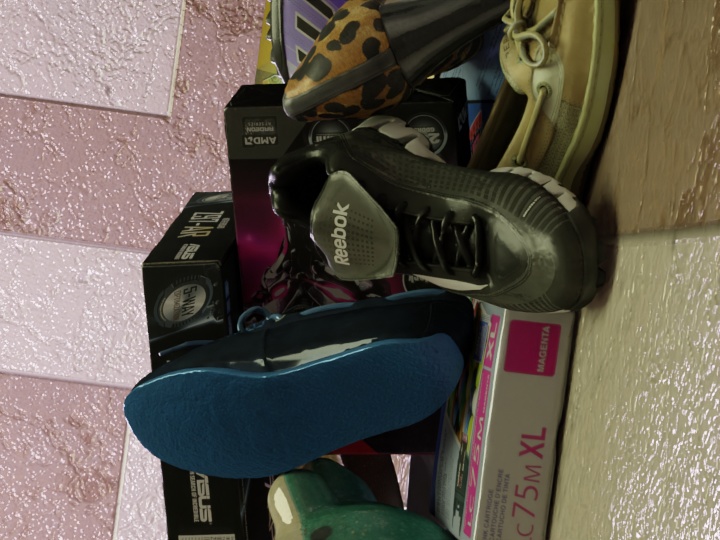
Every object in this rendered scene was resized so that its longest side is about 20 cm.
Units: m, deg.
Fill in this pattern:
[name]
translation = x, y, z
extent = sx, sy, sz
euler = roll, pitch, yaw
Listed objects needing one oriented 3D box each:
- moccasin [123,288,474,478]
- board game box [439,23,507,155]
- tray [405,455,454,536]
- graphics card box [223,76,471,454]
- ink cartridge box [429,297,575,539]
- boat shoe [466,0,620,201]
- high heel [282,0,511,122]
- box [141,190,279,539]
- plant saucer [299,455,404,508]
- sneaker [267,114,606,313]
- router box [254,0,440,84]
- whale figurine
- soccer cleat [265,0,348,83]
[moccasin]
translation = -0.025, 0.056, 1.450
extent = 0.081, 0.199, 0.068
euler = 64, -145, -26
[board game box]
translation = 0.072, -0.092, 1.510
extent = 0.200, 0.019, 0.103
euler = 108, 152, -54
[tray]
translation = 0.044, 0.156, 1.616
extent = 0.200, 0.022, 0.108
euler = -165, 80, -85
[graphics card box]
translation = 0.000, 0.000, 1.532
extent = 0.051, 0.125, 0.201
euler = -60, -32, -69
[ink cartridge box]
translation = 0.066, 0.072, 1.431
extent = 0.200, 0.042, 0.120
euler = -158, 76, -86
[boat shoe]
translation = 0.078, -0.077, 1.355
extent = 0.073, 0.063, 0.201
euler = -89, 8, -49
[high heel]
translation = -0.001, -0.113, 1.456
extent = 0.072, 0.142, 0.200
euler = 63, 163, -8
[box]
translation = -0.076, 0.071, 1.582
extent = 0.160, 0.043, 0.201
euler = -64, -29, -74
[plant saucer]
translation = -0.014, 0.110, 1.700
extent = 0.200, 0.037, 0.201
euler = 163, 90, -77
[sneaker]
translation = 0.027, -0.019, 1.323
extent = 0.200, 0.090, 0.067
euler = 27, 123, 50
[router box]
translation = 0.011, -0.139, 1.777
extent = 0.200, 0.052, 0.158
euler = 13, 96, 55
[whale figurine]
translation = 0.013, 0.159, 1.479
extent = 0.159, 0.104, 0.200
euler = 60, -171, -20
[soccer cleat]
translation = -0.001, -0.093, 1.614
extent = 0.068, 0.073, 0.201
euler = -8, -90, -59
